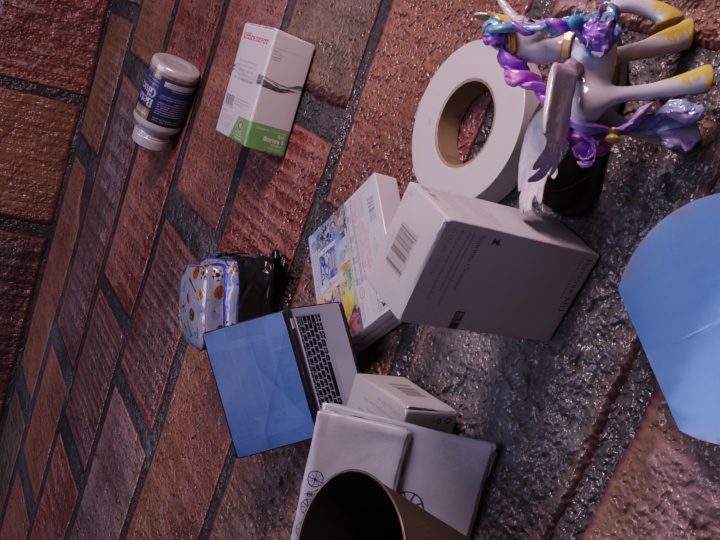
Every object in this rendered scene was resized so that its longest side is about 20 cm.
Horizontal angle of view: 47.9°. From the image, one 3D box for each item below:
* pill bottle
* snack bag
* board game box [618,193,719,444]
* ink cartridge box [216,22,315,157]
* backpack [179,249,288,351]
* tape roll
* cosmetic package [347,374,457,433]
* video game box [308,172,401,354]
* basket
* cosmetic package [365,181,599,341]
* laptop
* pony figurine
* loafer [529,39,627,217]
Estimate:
[{"bbox_3d":[-0.445,-0.375,1.824,0.200,0.111,0.111,-62,37,24],"label":"pill bottle"},{"bbox_3d":[0.033,0.253,0.873,0.021,0.199,0.189,-74,-2,-82],"label":"snack bag"},{"bbox_3d":[0.304,0.037,0.648,0.158,0.039,0.201,-39,55,38],"label":"board game box"},{"bbox_3d":[-0.168,-0.317,1.414,0.146,0.084,0.201,35,110,54],"label":"ink cartridge box"},{"bbox_3d":[-0.219,0.057,1.338,0.190,0.154,0.201,-173,90,-67],"label":"backpack"},{"bbox_3d":[0.134,-0.171,0.961,0.203,0.037,0.204,-22,63,53],"label":"tape roll"},{"bbox_3d":[0.027,0.235,0.954,0.113,0.081,0.201,24,100,54],"label":"cosmetic package"},{"bbox_3d":[0.000,0.000,1.107,0.182,0.047,0.201,-38,51,44],"label":"video game box"},{"bbox_3d":[0.055,0.303,0.777,0.136,0.200,0.181,-43,37,18],"label":"basket"},{"bbox_3d":[0.120,-0.004,0.788,0.081,0.199,0.113,53,127,50],"label":"cosmetic package"},{"bbox_3d":[-0.098,0.153,1.094,0.200,0.116,0.188,-10,96,54],"label":"laptop"},{"bbox_3d":[0.199,-0.155,0.716,0.167,0.199,0.194,79,-167,-79],"label":"pony figurine"},{"bbox_3d":[0.211,-0.157,0.809,0.073,0.071,0.201,5,86,57],"label":"loafer"}]
